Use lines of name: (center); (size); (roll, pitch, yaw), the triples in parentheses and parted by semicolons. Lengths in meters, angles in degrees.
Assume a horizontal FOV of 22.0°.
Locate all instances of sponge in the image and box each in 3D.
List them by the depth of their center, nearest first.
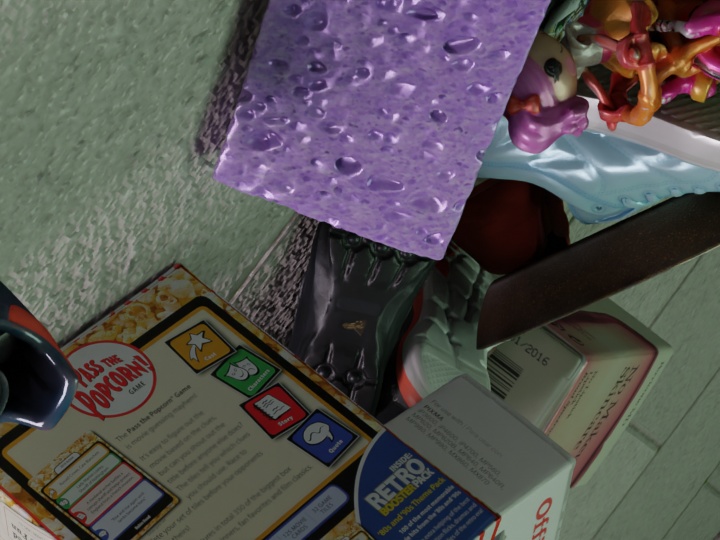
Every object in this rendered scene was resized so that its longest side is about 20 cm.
sponge: (0.016, -0.104, 0.782); (0.030, 0.112, 0.200); (-74, -176, -56)

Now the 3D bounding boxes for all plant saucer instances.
plant saucer: (0.148, -0.012, 1.014); (0.200, 0.034, 0.200); (-24, 179, 0)

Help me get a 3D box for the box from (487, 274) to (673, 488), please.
box: (0.114, 0.077, 1.267); (0.128, 0.109, 0.200); (-59, 158, 14)

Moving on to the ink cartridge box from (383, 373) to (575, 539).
ink cartridge box: (0.004, 0.163, 0.906); (0.200, 0.085, 0.146); (-33, 144, -34)

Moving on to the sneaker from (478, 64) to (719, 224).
sneaker: (0.142, -0.060, 0.927); (0.074, 0.200, 0.082); (-46, 144, -45)

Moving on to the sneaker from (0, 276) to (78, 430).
sneaker: (-0.177, 0.044, 0.646); (0.200, 0.085, 0.075); (-19, 141, -55)

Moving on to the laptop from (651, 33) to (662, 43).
laptop: (0.223, -0.124, 0.985); (0.103, 0.177, 0.200); (25, 76, -52)

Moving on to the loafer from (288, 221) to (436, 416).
loafer: (0.000, 0.000, 0.990); (0.070, 0.068, 0.201); (-103, -151, -66)

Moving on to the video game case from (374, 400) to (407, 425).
video game case: (-0.030, 0.186, 0.987); (0.200, 0.026, 0.181); (-42, 146, -17)

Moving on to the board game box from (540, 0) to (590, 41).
board game box: (0.122, -0.155, 1.041); (0.200, 0.023, 0.105); (-59, 157, 14)

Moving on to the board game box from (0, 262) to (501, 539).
board game box: (-0.063, 0.102, 0.813); (0.151, 0.200, 0.046); (-37, 154, -35)

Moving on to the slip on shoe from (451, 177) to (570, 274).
slip on shoe: (0.083, -0.031, 1.075); (0.074, 0.061, 0.200); (-23, 165, 14)

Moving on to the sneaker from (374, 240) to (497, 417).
sneaker: (0.035, 0.047, 1.088); (0.082, 0.077, 0.200); (-41, -172, 25)

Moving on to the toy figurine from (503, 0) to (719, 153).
toy figurine: (0.096, -0.115, 0.860); (0.184, 0.200, 0.150); (-32, 158, -18)
